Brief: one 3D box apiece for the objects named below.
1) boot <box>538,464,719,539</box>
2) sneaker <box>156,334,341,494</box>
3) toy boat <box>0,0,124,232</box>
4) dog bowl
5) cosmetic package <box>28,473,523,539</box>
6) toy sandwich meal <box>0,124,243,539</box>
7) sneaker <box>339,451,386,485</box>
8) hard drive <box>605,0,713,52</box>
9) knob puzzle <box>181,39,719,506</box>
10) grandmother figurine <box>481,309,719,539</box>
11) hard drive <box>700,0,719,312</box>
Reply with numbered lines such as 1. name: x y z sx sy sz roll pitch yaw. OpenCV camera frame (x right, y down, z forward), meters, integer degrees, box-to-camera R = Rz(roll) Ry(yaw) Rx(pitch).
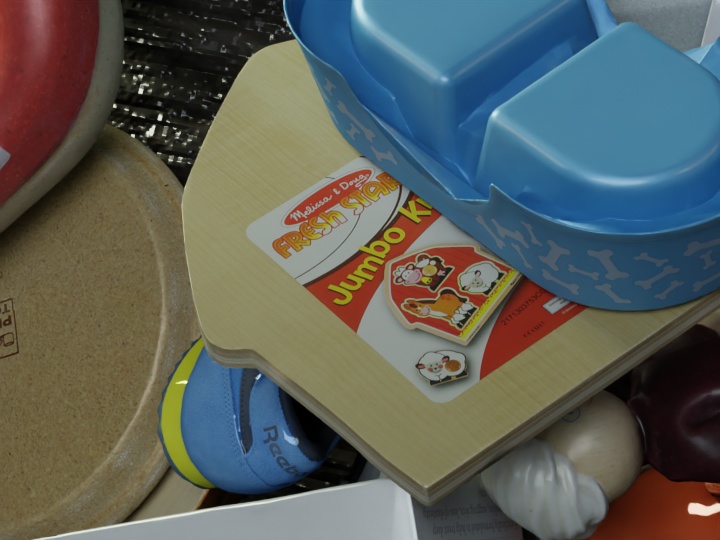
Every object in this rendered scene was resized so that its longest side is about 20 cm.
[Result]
1. boot: 0.149 0.087 0.937 0.199 0.107 0.075 -13 74 14
2. sneaker: 0.000 0.000 0.991 0.078 0.066 0.201 -8 44 45
3. toy boat: -0.189 -0.075 1.002 0.200 0.131 0.131 -41 57 11
4. dog bowl: 0.060 -0.058 0.891 0.111 0.050 0.200 -35 52 -24
5. cosmetic package: -0.048 0.123 0.912 0.199 0.113 0.082 -13 82 19
6. toy sandwich meal: -0.123 0.035 1.052 0.204 0.070 0.206 -8 72 26
7. sneaker: -0.028 0.120 0.996 0.115 0.075 0.201 5 78 19
8. hard drive: 0.140 -0.044 0.978 0.199 0.033 0.140 -6 108 15
9. knob puzzle: 0.027 -0.018 0.912 0.218 0.031 0.220 -4 46 4
10. grandmother figurine: 0.134 0.037 0.896 0.199 0.121 0.061 -21 104 -1
11. hard drive: 0.208 -0.018 0.939 0.199 0.025 0.133 15 112 8
